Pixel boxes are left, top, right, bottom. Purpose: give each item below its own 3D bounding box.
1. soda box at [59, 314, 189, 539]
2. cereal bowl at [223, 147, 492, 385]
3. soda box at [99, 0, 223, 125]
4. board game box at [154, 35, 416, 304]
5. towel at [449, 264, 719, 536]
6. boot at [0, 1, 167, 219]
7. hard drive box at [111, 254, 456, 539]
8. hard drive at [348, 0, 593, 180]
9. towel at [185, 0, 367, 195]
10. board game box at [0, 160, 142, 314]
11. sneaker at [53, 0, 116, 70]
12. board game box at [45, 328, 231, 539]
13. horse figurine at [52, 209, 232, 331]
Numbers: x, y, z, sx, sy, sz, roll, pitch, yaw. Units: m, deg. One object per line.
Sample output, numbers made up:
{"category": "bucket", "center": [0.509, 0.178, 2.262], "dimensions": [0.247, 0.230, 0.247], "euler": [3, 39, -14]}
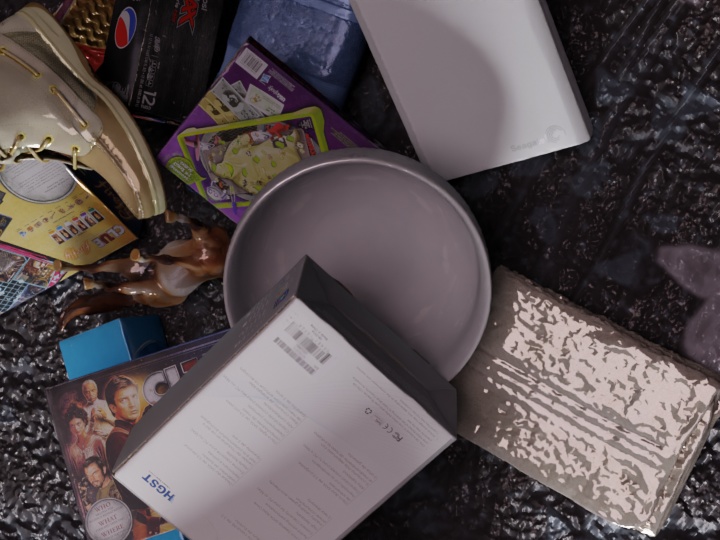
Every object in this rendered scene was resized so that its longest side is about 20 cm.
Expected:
{"category": "soda box", "center": [-0.183, 0.143, 1.162], "dimensions": [0.067, 0.064, 0.202], "euler": [-20, 84, 23]}
{"category": "cereal bowl", "center": [0.000, 0.000, 1.029], "dimensions": [0.198, 0.083, 0.202], "euler": [2, 113, 4]}
{"category": "soda box", "center": [-0.153, -0.221, 1.115], "dimensions": [0.063, 0.070, 0.202], "euler": [13, 91, 50]}
{"category": "board game box", "center": [-0.044, -0.070, 1.063], "dimensions": [0.200, 0.032, 0.120], "euler": [39, 105, -12]}
{"category": "towel", "center": [0.159, 0.095, 1.024], "dimensions": [0.199, 0.034, 0.133], "euler": [29, 102, 22]}
{"category": "boot", "center": [-0.255, -0.092, 1.053], "dimensions": [0.154, 0.072, 0.200], "euler": [-34, 79, -23]}
{"category": "hard drive box", "center": [-0.053, 0.116, 0.996], "dimensions": [0.156, 0.077, 0.200], "euler": [43, 109, -13]}
{"category": "hard drive", "center": [0.073, -0.167, 1.000], "dimensions": [0.131, 0.026, 0.201], "euler": [-14, 118, 24]}
{"category": "towel", "center": [-0.063, -0.142, 1.107], "dimensions": [0.111, 0.048, 0.201], "euler": [24, 101, 20]}
{"category": "board game box", "center": [-0.305, -0.039, 1.182], "dimensions": [0.199, 0.035, 0.136], "euler": [-26, 126, 22]}
{"category": "sneaker", "center": [-0.237, -0.203, 1.171], "dimensions": [0.200, 0.075, 0.090], "euler": [-46, 33, -2]}
{"category": "board game box", "center": [-0.134, 0.128, 1.098], "dimensions": [0.199, 0.035, 0.136], "euler": [-18, 84, -6]}
{"category": "horse figurine", "center": [-0.160, -0.001, 1.128], "dimensions": [0.199, 0.132, 0.050], "euler": [-23, 69, 33]}
